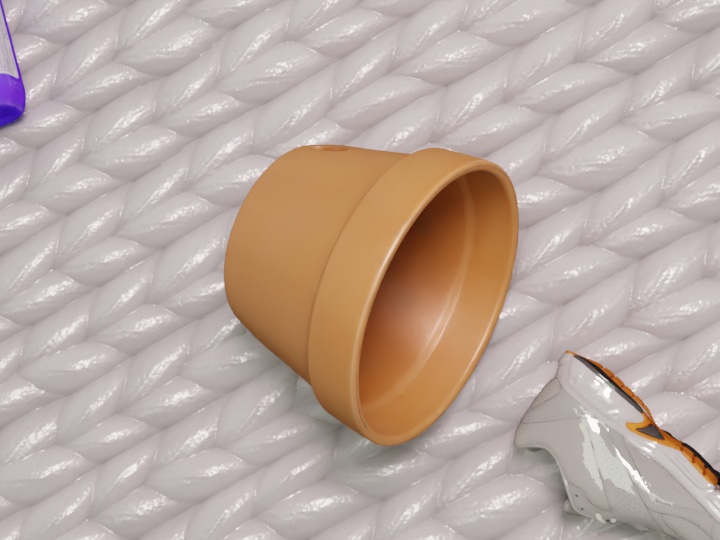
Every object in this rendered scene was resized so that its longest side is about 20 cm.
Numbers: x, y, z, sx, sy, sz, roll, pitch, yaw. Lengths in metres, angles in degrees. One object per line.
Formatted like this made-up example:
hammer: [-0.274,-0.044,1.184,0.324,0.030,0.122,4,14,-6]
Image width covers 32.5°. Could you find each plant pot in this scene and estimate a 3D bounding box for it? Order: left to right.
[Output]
plant pot: [0.000,0.000,0.848,0.139,0.200,0.202,23,89,28]

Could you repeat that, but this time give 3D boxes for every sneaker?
sneaker: [0.192,0.152,0.853,0.200,0.076,0.092,45,101,19]

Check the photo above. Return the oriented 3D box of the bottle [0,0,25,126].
bottle: [-0.329,-0.210,0.987,0.083,0.065,0.202,-18,81,10]
